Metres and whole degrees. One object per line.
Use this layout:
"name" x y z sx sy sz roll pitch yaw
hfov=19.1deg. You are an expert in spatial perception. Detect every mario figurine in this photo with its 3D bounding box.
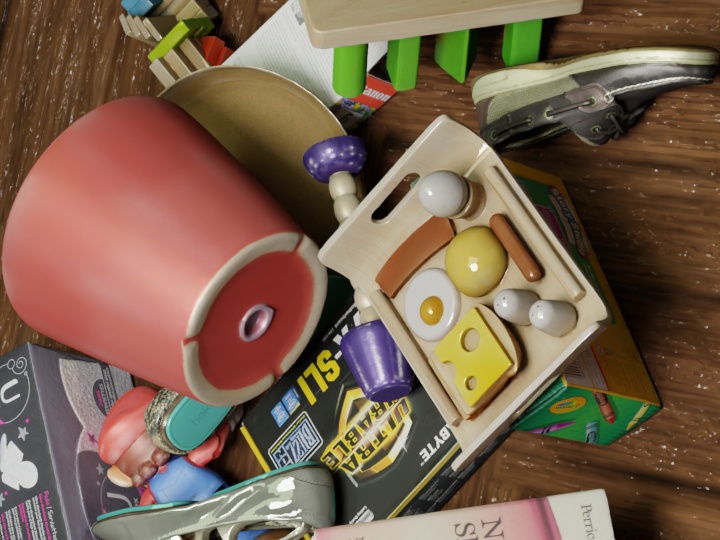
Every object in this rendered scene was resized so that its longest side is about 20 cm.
"mario figurine" -0.130 0.173 1.703 0.200 0.123 0.106 50 150 27

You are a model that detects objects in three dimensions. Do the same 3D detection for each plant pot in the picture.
"plant pot" -0.133 -0.002 1.567 0.177 0.200 0.201 32 101 34
"plant pot" -0.086 -0.067 1.680 0.199 0.027 0.201 7 111 17

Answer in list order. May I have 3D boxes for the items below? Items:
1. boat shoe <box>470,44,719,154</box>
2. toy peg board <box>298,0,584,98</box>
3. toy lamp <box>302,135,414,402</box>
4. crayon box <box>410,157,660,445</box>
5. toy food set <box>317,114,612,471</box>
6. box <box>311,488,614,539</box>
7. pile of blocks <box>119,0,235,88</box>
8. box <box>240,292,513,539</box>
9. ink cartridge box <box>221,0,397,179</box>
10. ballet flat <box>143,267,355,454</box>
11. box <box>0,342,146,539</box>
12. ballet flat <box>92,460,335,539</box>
"boat shoe" 0.168 -0.120 1.516 0.199 0.073 0.065 -7 87 42
"toy peg board" 0.040 -0.225 1.582 0.098 0.199 0.200 94 164 -51
"toy lamp" 0.000 0.000 1.571 0.058 0.058 0.201 -31 61 31
"crayon box" 0.121 0.017 1.485 0.058 0.119 0.201 -37 59 29
"toy food set" 0.063 0.014 1.416 0.144 0.060 0.200 -48 54 22
"box" 0.072 0.230 1.419 0.199 0.109 0.128 -8 69 -5
"pile of blocks" -0.158 -0.227 1.797 0.062 0.082 0.200 -43 56 25
"box" 0.015 0.110 1.601 0.200 0.049 0.160 -48 53 22
"ink cartridge box" -0.023 -0.169 1.694 0.200 0.050 0.109 -40 58 25
"ballet flat" -0.094 0.060 1.662 0.200 0.068 0.075 -43 30 -9
"box" -0.246 0.178 1.749 0.114 0.132 0.201 -28 64 28
"ballet flat" -0.110 0.194 1.592 0.199 0.067 0.064 -16 75 19
